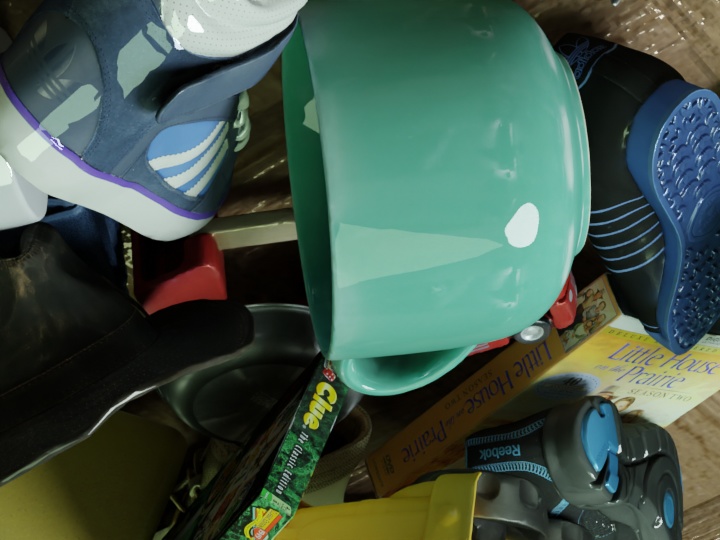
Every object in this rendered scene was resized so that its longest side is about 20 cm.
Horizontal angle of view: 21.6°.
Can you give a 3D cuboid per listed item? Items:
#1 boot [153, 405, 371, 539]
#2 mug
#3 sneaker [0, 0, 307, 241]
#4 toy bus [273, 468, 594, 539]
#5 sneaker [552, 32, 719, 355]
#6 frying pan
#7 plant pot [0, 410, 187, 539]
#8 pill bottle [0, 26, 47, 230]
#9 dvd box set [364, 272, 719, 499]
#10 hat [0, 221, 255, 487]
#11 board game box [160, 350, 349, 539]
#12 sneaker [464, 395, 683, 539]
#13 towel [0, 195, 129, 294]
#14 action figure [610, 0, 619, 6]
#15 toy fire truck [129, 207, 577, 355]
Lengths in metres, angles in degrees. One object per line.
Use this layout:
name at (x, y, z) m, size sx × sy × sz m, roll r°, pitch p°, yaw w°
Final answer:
boot at (-0.097, 0.131, 1.066) m, size 0.198 × 0.073 × 0.156 m, roll -2°, pitch 143°, yaw -13°
mug at (0.031, -0.039, 0.812) m, size 0.113 × 0.154 × 0.185 m, roll -7°, pitch 166°, yaw -7°
sneaker at (-0.057, -0.089, 0.759) m, size 0.146 × 0.081 × 0.200 m, roll -39°, pitch 167°, yaw 12°
toy bus at (0.014, 0.185, 0.959) m, size 0.190 × 0.137 × 0.200 m, roll -4°, pitch 159°, yaw 25°
sneaker at (0.134, -0.037, 0.892) m, size 0.070 × 0.078 × 0.201 m, roll -44°, pitch 147°, yaw -16°
frying pan at (-0.011, 0.047, 0.932) m, size 0.188 × 0.031 × 0.115 m, roll -11°, pitch 144°, yaw 9°
plant pot at (-0.218, 0.181, 0.958) m, size 0.198 × 0.177 × 0.201 m, roll 18°, pitch 128°, yaw -10°
pill bottle at (-0.236, -0.040, 0.778) m, size 0.198 × 0.113 × 0.113 m, roll -12°, pitch 144°, yaw 2°
dvd box set at (0.118, 0.074, 1.053) m, size 0.145 × 0.030 × 0.200 m, roll 11°, pitch 140°, yaw -43°
hat at (-0.144, 0.026, 0.804) m, size 0.199 × 0.201 × 0.082 m, roll -20°, pitch 100°, yaw 14°
board game box at (-0.069, 0.127, 0.915) m, size 0.023 × 0.105 × 0.200 m, roll 31°, pitch 133°, yaw -9°
sneaker at (0.125, 0.117, 1.044) m, size 0.081 × 0.074 × 0.200 m, roll -10°, pitch 153°, yaw 25°
towel at (-0.211, -0.003, 0.886) m, size 0.198 × 0.049 × 0.112 m, roll -9°, pitch 144°, yaw -1°
action figure at (0.115, -0.162, 0.730) m, size 0.198 × 0.070 × 0.130 m, roll 13°, pitch 133°, yaw -31°
toy fire truck at (0.000, 0.000, 0.934) m, size 0.198 × 0.049 × 0.141 m, roll -16°, pitch 143°, yaw 10°
